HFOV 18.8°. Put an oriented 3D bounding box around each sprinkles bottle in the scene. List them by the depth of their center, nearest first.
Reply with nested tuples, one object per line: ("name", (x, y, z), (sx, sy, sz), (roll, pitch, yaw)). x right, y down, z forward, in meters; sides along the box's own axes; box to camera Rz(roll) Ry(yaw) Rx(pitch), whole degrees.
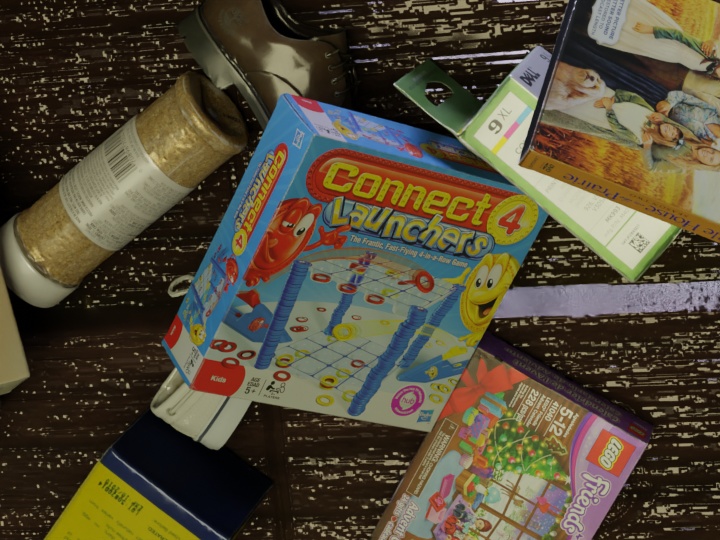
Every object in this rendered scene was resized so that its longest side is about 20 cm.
("sprinkles bottle", (-0.170, -0.055, 1.521), (0.200, 0.068, 0.068), (-37, 94, 22))

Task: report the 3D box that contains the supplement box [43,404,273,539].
("supplement box", (-0.172, 0.212, 1.582), (0.109, 0.110, 0.200), (37, 112, 2))

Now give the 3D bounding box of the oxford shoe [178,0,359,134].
("oxford shoe", (-0.029, -0.117, 1.463), (0.084, 0.073, 0.200), (-40, 94, 18))

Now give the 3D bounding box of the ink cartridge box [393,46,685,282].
("ink cartridge box", (0.126, -0.087, 1.410), (0.200, 0.104, 0.059), (39, 112, 2))

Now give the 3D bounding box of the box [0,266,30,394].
("box", (-0.306, -0.005, 1.522), (0.095, 0.078, 0.201), (-15, 84, -24))

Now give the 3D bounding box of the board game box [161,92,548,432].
("board game box", (0.000, 0.000, 1.436), (0.199, 0.056, 0.196), (12, 117, -33))

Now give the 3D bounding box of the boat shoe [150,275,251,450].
("boat shoe", (-0.093, 0.029, 1.521), (0.086, 0.075, 0.202), (26, 119, -12))

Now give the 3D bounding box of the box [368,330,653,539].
("box", (0.099, 0.160, 1.528), (0.137, 0.039, 0.200), (29, 112, 5))

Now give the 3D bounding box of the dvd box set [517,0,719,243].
("dvd box set", (0.211, -0.097, 1.356), (0.199, 0.029, 0.147), (22, 70, -5))
